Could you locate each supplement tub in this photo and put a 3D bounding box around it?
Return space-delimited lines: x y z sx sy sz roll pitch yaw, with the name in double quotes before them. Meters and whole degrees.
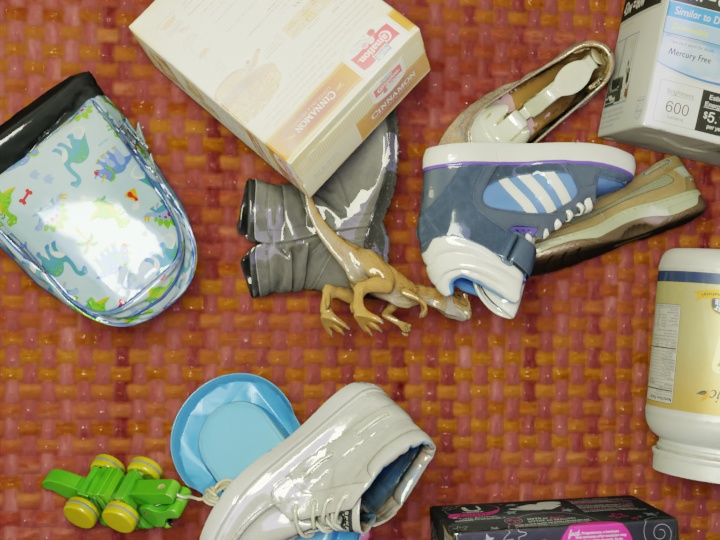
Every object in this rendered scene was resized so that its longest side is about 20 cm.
"supplement tub" 0.332 0.085 1.155 0.144 0.144 0.201 5 89 -9

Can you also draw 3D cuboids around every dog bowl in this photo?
"dog bowl" -0.076 0.182 1.098 0.111 0.050 0.200 -38 69 -4

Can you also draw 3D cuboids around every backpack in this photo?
"backpack" -0.225 -0.044 1.074 0.163 0.154 0.200 -38 109 -14

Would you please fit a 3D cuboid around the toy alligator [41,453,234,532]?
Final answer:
"toy alligator" -0.180 0.196 1.086 0.059 0.199 0.054 -64 143 -41

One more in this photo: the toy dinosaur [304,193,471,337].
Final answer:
"toy dinosaur" 0.000 0.000 1.100 0.200 0.060 0.106 36 53 -12

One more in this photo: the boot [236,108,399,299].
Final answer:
"boot" -0.038 -0.072 1.129 0.131 0.070 0.201 4 88 -11

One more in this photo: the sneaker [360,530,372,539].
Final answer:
"sneaker" -0.034 0.215 1.139 0.095 0.079 0.200 39 80 8

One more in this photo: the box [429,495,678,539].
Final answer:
"box" 0.169 0.277 1.144 0.199 0.115 0.133 -2 92 -7

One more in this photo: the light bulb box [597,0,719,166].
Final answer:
"light bulb box" 0.341 -0.200 1.165 0.197 0.125 0.201 12 89 -9

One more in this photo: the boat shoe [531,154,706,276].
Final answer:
"boat shoe" 0.213 -0.055 1.180 0.199 0.072 0.076 -18 79 -16

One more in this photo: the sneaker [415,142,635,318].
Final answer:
"sneaker" 0.144 -0.031 1.104 0.199 0.081 0.147 0 83 -17

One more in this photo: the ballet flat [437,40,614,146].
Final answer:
"ballet flat" 0.148 -0.145 1.161 0.200 0.067 0.068 -40 96 -7

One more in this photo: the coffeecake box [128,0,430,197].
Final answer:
"coffeecake box" -0.067 -0.186 1.081 0.200 0.073 0.154 41 83 21

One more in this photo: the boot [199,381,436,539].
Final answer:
"boot" -0.033 0.180 1.012 0.200 0.096 0.074 -46 134 -8
